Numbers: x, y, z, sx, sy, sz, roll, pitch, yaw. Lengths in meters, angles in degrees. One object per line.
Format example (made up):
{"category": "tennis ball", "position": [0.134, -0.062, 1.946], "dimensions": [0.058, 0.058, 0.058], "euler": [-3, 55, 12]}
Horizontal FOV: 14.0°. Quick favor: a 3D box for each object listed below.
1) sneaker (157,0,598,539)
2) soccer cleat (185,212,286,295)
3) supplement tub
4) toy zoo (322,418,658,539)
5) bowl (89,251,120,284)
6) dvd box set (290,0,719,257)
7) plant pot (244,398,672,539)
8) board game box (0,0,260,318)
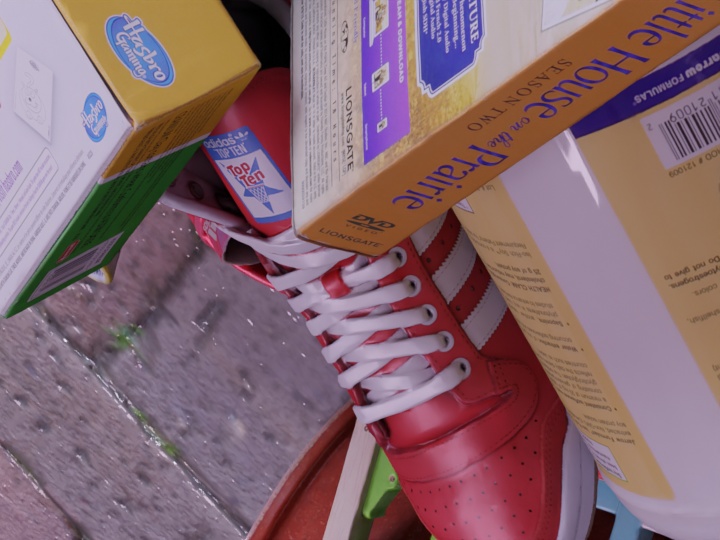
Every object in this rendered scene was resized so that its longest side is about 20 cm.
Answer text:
{"category": "sneaker", "position": [0.000, 0.000, 0.848], "dimensions": [0.071, 0.112, 0.201], "euler": [-25, 79, 28]}
{"category": "soccer cleat", "position": [-0.041, -0.043, 0.965], "dimensions": [0.200, 0.073, 0.068], "euler": [37, 152, 20]}
{"category": "supplement tub", "position": [0.108, -0.015, 0.814], "dimensions": [0.145, 0.145, 0.200], "euler": [2, 129, 54]}
{"category": "toy zoo", "position": [0.091, 0.072, 0.962], "dimensions": [0.199, 0.132, 0.020], "euler": [17, -175, 23]}
{"category": "bowl", "position": [-0.136, -0.096, 1.092], "dimensions": [0.201, 0.094, 0.201], "euler": [42, 171, 8]}
{"category": "dvd box set", "position": [0.047, -0.107, 0.696], "dimensions": [0.029, 0.147, 0.200], "euler": [15, 149, -30]}
{"category": "plant pot", "position": [0.070, 0.164, 1.071], "dimensions": [0.195, 0.201, 0.201], "euler": [23, 145, 25]}
{"category": "board game box", "position": [-0.117, -0.101, 0.799], "dimensions": [0.200, 0.040, 0.153], "euler": [58, 153, 6]}
